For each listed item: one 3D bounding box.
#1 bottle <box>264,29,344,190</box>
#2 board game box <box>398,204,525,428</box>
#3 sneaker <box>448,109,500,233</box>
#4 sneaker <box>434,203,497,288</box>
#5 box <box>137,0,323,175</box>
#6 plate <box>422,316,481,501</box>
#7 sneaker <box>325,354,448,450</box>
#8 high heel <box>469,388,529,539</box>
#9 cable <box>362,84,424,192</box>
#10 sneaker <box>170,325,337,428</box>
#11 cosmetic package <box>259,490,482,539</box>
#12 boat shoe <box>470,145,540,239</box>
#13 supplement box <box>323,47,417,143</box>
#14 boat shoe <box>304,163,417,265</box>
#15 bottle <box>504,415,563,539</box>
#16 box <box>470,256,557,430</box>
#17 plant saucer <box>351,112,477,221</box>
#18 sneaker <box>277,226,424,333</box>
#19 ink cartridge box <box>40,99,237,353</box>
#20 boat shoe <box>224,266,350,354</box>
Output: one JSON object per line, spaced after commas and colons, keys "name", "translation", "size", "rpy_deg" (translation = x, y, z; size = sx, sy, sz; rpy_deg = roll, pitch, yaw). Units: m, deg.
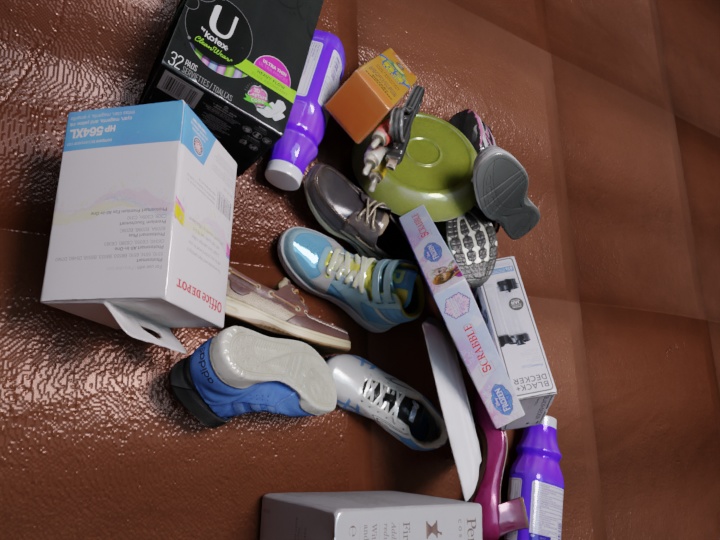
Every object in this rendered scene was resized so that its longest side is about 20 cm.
{"name": "bottle", "translation": [-0.072, -0.202, 0.761], "size": [0.063, 0.084, 0.206], "rpy_deg": [13, 71, 5]}
{"name": "board game box", "translation": [0.118, 0.049, 0.724], "size": [0.203, 0.040, 0.202], "rpy_deg": [61, 7, -27]}
{"name": "sneaker", "translation": [0.201, -0.152, 0.956], "size": [0.085, 0.079, 0.208], "rpy_deg": [1, 83, -47]}
{"name": "sneaker", "translation": [0.135, -0.056, 0.851], "size": [0.074, 0.090, 0.205], "rpy_deg": [-5, 58, -14]}
{"name": "box", "translation": [-0.148, -0.249, 0.691], "size": [0.146, 0.123, 0.206], "rpy_deg": [26, 63, -27]}
{"name": "plate", "translation": [0.120, 0.160, 0.763], "size": [0.031, 0.200, 0.207], "rpy_deg": [-14, 86, 8]}
{"name": "sneaker", "translation": [0.035, 0.164, 0.755], "size": [0.198, 0.072, 0.074], "rpy_deg": [35, 62, -23]}
{"name": "high heel", "translation": [0.164, 0.268, 0.839], "size": [0.093, 0.068, 0.205], "rpy_deg": [-12, 60, 2]}
{"name": "cable", "translation": [0.046, -0.200, 0.780], "size": [0.049, 0.099, 0.204], "rpy_deg": [13, 51, 6]}
{"name": "sneaker", "translation": [-0.116, 0.125, 0.649], "size": [0.198, 0.109, 0.079], "rpy_deg": [30, 41, -52]}
{"name": "cosmetic package", "translation": [0.008, 0.331, 0.634], "size": [0.195, 0.164, 0.174], "rpy_deg": [12, 71, -34]}
{"name": "boat shoe", "translation": [0.192, -0.110, 0.816], "size": [0.201, 0.074, 0.066], "rpy_deg": [32, 22, -54]}
{"name": "supplement box", "translation": [0.019, -0.240, 0.798], "size": [0.067, 0.069, 0.201], "rpy_deg": [44, 28, -10]}
{"name": "boat shoe", "translation": [0.009, -0.067, 0.775], "size": [0.199, 0.072, 0.076], "rpy_deg": [42, 57, -34]}
{"name": "bottle", "translation": [0.256, 0.318, 0.872], "size": [0.082, 0.065, 0.206], "rpy_deg": [23, 65, -29]}
{"name": "box", "translation": [0.204, 0.100, 0.825], "size": [0.058, 0.118, 0.205], "rpy_deg": [-9, 58, 0]}
{"name": "plant saucer", "translation": [0.084, -0.157, 0.835], "size": [0.193, 0.031, 0.205], "rpy_deg": [6, 54, -8]}
{"name": "sneaker", "translation": [0.000, 0.000, 0.733], "size": [0.197, 0.129, 0.081], "rpy_deg": [34, 63, -24]}
{"name": "ink cartridge box", "translation": [-0.202, -0.031, 0.566], "size": [0.121, 0.129, 0.207], "rpy_deg": [-1, 74, 10]}
{"name": "boat shoe", "translation": [-0.092, 0.043, 0.695], "size": [0.195, 0.072, 0.074], "rpy_deg": [22, 67, -23]}
